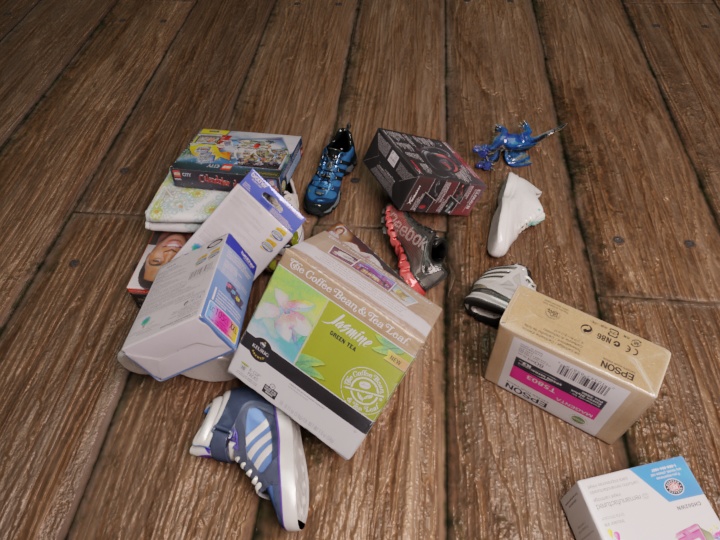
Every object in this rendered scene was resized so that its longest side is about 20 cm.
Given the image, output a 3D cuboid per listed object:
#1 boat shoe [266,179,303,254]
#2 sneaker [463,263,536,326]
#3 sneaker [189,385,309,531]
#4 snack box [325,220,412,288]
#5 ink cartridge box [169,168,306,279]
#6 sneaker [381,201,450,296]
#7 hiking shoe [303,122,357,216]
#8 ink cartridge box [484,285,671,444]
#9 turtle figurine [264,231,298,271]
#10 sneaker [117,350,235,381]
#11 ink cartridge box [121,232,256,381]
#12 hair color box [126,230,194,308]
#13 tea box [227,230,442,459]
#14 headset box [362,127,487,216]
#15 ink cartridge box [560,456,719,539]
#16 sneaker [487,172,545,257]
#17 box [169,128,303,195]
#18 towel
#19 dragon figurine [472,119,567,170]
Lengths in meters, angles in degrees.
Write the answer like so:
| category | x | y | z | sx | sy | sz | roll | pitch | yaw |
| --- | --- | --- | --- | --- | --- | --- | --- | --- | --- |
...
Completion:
| category | x | y | z | sx | sy | sz | roll | pitch | yaw |
| --- | --- | --- | --- | --- | --- | --- | --- | --- | --- |
| boat shoe | -0.146 | -0.121 | 1.002 | 0.071 | 0.066 | 0.202 | -5 | 52 | -2 |
| sneaker | 0.275 | 0.047 | 0.844 | 0.198 | 0.076 | 0.116 | 23 | 58 | 22 |
| sneaker | -0.152 | 0.251 | 0.710 | 0.144 | 0.081 | 0.202 | -15 | 55 | 2 |
| snack box | 0.000 | 0.000 | 0.872 | 0.072 | 0.024 | 0.200 | -37 | 58 | -14 |
| ink cartridge box | -0.193 | -0.049 | 0.856 | 0.119 | 0.042 | 0.200 | 42 | 98 | -11 |
| sneaker | 0.097 | -0.048 | 0.916 | 0.097 | 0.071 | 0.203 | -27 | 52 | 17 |
| hiking shoe | -0.064 | -0.195 | 1.043 | 0.073 | 0.087 | 0.202 | 11 | 53 | 12 |
| ink cartridge box | 0.278 | 0.129 | 0.722 | 0.198 | 0.166 | 0.075 | 25 | 58 | 22 |
| turtle figurine | -0.189 | -0.043 | 0.923 | 0.158 | 0.065 | 0.203 | 2 | 62 | 10 |
| sneaker | -0.263 | 0.110 | 0.814 | 0.196 | 0.076 | 0.089 | 5 | 48 | 9 |
| ink cartridge box | -0.226 | 0.036 | 0.747 | 0.135 | 0.077 | 0.202 | -22 | 38 | 19 |
| hair color box | -0.315 | -0.028 | 0.940 | 0.100 | 0.062 | 0.202 | 4 | 53 | 6 |
| tea box | -0.032 | 0.090 | 0.702 | 0.198 | 0.199 | 0.134 | 32 | 20 | 9 |
| headset box | 0.125 | -0.178 | 0.988 | 0.198 | 0.076 | 0.149 | -1 | 45 | -39 |
| ink cartridge box | 0.343 | 0.336 | 0.608 | 0.142 | 0.085 | 0.202 | -10 | 53 | -6 |
| sneaker | 0.287 | -0.097 | 0.966 | 0.087 | 0.076 | 0.202 | 22 | 54 | 5 |
| box | -0.214 | -0.194 | 0.948 | 0.196 | 0.038 | 0.138 | 7 | 45 | 9 |
| towel | -0.263 | -0.131 | 0.949 | 0.196 | 0.049 | 0.173 | 1 | 45 | 5 |
| dragon figurine | 0.321 | -0.250 | 1.086 | 0.196 | 0.059 | 0.101 | -2 | 52 | 2 |
